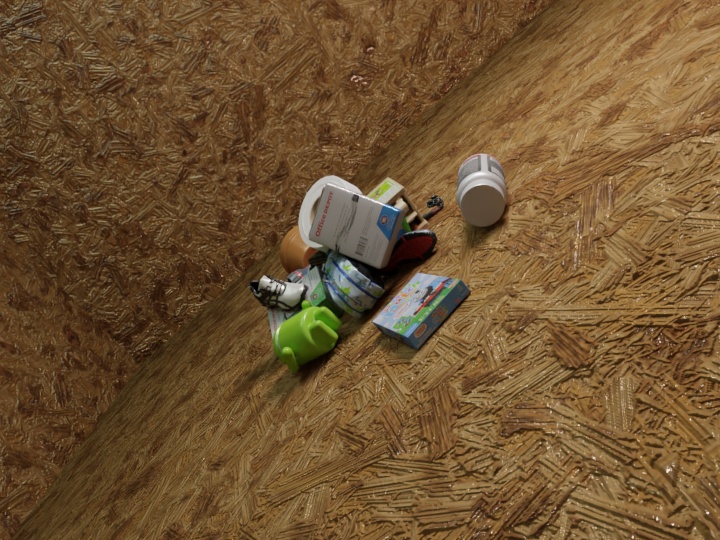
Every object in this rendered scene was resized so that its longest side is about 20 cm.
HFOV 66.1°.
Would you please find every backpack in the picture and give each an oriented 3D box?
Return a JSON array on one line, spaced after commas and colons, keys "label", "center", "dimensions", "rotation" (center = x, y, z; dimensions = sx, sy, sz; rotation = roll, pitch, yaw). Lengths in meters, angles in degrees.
[{"label": "backpack", "center": [-0.015, 0.030, 1.380], "dimensions": [0.155, 0.163, 0.199], "rotation": [-53, 23, -10]}]

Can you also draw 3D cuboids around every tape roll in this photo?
[{"label": "tape roll", "center": [-0.080, -0.150, 1.511], "dimensions": [0.200, 0.070, 0.207], "rotation": [-16, 66, 39]}]

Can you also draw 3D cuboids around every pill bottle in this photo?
[{"label": "pill bottle", "center": [0.276, -0.183, 1.264], "dimensions": [0.113, 0.114, 0.201], "rotation": [-34, 16, 26]}]

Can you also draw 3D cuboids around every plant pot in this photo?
[{"label": "plant pot", "center": [-0.166, -0.051, 1.931], "dimensions": [0.200, 0.201, 0.140], "rotation": [-44, 31, -11]}]

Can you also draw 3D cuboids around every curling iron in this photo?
[{"label": "curling iron", "center": [0.164, -0.148, 1.617], "dimensions": [0.199, 0.025, 0.050], "rotation": [-41, 51, 20]}]

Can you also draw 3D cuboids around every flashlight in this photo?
[{"label": "flashlight", "center": [-0.154, -0.020, 1.816], "dimensions": [0.200, 0.068, 0.068], "rotation": [-47, 14, -16]}]

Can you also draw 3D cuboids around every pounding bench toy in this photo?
[{"label": "pounding bench toy", "center": [0.103, -0.133, 1.501], "dimensions": [0.124, 0.156, 0.200], "rotation": [-40, 27, 0]}]

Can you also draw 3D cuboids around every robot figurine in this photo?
[{"label": "robot figurine", "center": [-0.135, 0.163, 1.354], "dimensions": [0.199, 0.115, 0.177], "rotation": [-30, 31, 39]}]

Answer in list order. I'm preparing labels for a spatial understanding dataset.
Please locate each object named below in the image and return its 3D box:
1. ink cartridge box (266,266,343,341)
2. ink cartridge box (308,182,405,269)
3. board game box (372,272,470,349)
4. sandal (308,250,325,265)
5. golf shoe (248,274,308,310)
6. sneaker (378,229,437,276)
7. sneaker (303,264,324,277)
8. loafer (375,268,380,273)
[{"label": "ink cartridge box", "center": [-0.158, 0.111, 1.538], "dimensions": [0.199, 0.084, 0.147], "rotation": [-39, 38, 13]}, {"label": "ink cartridge box", "center": [-0.009, -0.110, 1.346], "dimensions": [0.084, 0.197, 0.147], "rotation": [-18, -51, -73]}, {"label": "board game box", "center": [0.115, 0.075, 1.110], "dimensions": [0.151, 0.037, 0.200], "rotation": [-46, 14, -11]}, {"label": "sandal", "center": [-0.062, -0.030, 1.554], "dimensions": [0.196, 0.055, 0.082], "rotation": [-6, 25, 27]}, {"label": "golf shoe", "center": [-0.230, 0.057, 1.511], "dimensions": [0.197, 0.094, 0.079], "rotation": [-8, 50, 39]}, {"label": "sneaker", "center": [0.120, -0.065, 1.408], "dimensions": [0.199, 0.080, 0.096], "rotation": [-28, 18, 44]}, {"label": "sneaker", "center": [-0.129, -0.011, 1.722], "dimensions": [0.089, 0.079, 0.200], "rotation": [-39, 7, 38]}, {"label": "loafer", "center": [0.000, 0.000, 1.541], "dimensions": [0.199, 0.076, 0.070], "rotation": [-35, 12, 26]}]
